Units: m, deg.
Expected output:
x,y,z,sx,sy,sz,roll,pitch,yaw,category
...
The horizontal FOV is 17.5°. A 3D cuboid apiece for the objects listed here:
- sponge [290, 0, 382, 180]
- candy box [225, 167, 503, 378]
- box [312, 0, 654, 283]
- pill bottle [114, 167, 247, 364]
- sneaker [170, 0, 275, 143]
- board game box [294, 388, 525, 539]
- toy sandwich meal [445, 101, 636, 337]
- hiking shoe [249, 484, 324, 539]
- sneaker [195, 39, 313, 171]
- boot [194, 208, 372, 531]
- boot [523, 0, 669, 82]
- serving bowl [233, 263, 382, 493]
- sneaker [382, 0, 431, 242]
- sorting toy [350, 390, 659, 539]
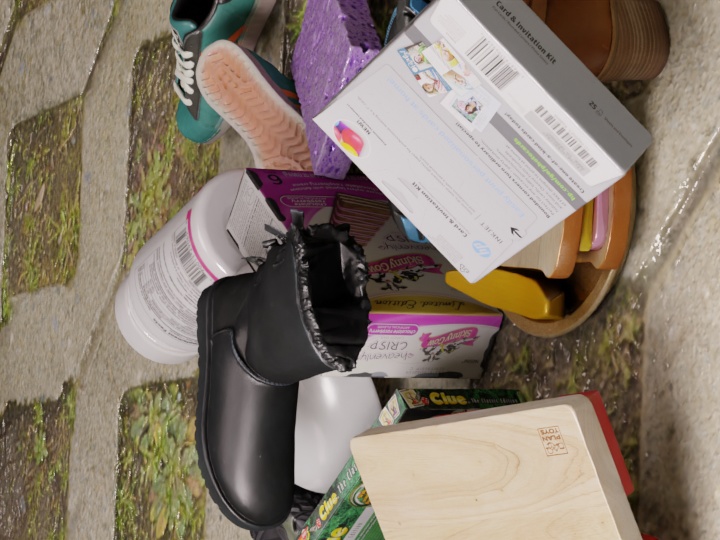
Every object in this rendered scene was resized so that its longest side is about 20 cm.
x,y,z,sx,sy,sz,roll,pitch,yaw,category
-0.022,-0.167,1.844,0.200,0.030,0.112,-105,27,-59,sponge
0.000,0.000,1.737,0.200,0.136,0.061,54,134,47,candy box
0.073,-0.089,1.476,0.156,0.041,0.200,45,147,-3,box
-0.129,0.002,1.991,0.200,0.113,0.114,-38,55,53,pill bottle
-0.137,-0.200,2.039,0.071,0.080,0.201,56,135,44,sneaker
0.032,0.153,1.697,0.200,0.104,0.024,-57,44,41,board game box
0.118,-0.046,1.596,0.205,0.070,0.206,-10,79,60,toy sandwich meal
-0.069,0.214,1.902,0.200,0.075,0.101,-147,60,-63,hiking shoe
-0.055,-0.108,1.928,0.071,0.080,0.200,-43,66,22,sneaker
-0.049,0.069,1.616,0.162,0.073,0.199,-27,65,54,boot
0.110,-0.211,1.538,0.074,0.154,0.201,-55,42,41,boot
-0.061,0.092,1.826,0.200,0.066,0.201,47,153,34,serving bowl
0.050,-0.115,1.741,0.082,0.073,0.201,146,130,-70,sneaker
0.115,0.175,1.501,0.200,0.070,0.200,-13,101,46,sorting toy
